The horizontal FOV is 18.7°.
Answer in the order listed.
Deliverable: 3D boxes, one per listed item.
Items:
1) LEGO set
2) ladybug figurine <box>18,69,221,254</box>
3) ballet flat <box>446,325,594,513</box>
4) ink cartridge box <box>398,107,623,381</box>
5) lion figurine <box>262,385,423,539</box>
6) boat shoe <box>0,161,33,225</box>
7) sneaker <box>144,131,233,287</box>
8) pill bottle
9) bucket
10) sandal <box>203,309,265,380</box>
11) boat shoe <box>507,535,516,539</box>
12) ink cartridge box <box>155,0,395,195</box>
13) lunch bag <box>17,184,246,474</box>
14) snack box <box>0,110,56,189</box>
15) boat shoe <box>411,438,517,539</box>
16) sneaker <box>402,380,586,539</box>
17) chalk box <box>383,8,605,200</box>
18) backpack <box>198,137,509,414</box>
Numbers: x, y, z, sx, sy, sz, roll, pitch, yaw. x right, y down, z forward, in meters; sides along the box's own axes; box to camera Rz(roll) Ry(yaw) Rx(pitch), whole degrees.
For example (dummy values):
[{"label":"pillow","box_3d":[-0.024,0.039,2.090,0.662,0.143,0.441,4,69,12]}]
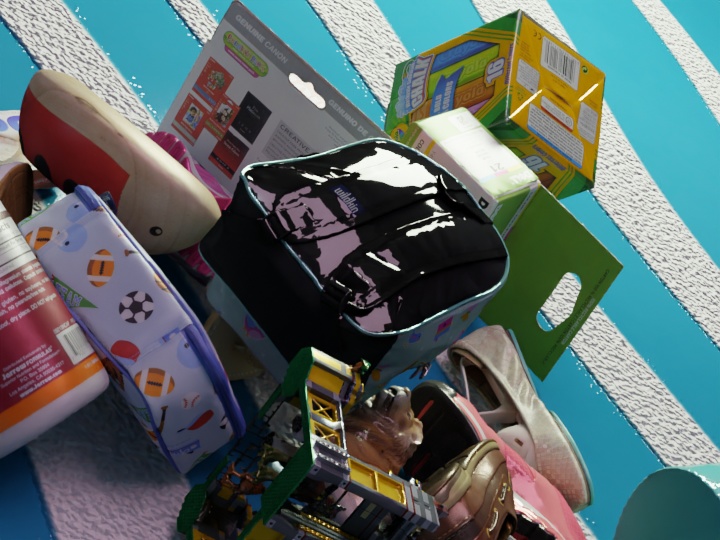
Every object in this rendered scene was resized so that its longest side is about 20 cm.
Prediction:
[{"label":"LEGO set","box_3d":[-0.028,0.162,1.440,0.116,0.200,0.154,28,18,-22]},{"label":"ladybug figurine","box_3d":[-0.189,-0.077,1.638,0.200,0.072,0.136,39,-3,30]},{"label":"ballet flat","box_3d":[0.123,0.125,1.757,0.062,0.068,0.200,-13,44,-14]},{"label":"ink cartridge box","box_3d":[0.099,-0.015,1.825,0.200,0.148,0.076,45,36,19]},{"label":"lion figurine","box_3d":[0.000,0.168,1.580,0.122,0.072,0.201,21,47,-33]},{"label":"boat shoe","box_3d":[-0.290,-0.036,1.585,0.069,0.071,0.200,5,17,9]},{"label":"sneaker","box_3d":[-0.130,-0.034,1.726,0.200,0.081,0.088,43,-5,39]},{"label":"pill bottle","box_3d":[-0.261,0.020,1.432,0.200,0.113,0.113,58,33,-3]},{"label":"bucket","box_3d":[0.285,0.233,1.611,0.134,0.208,0.207,2,42,-26]},{"label":"sandal","box_3d":[-0.033,0.048,1.676,0.069,0.078,0.211,20,17,32]},{"label":"boat shoe","box_3d":[0.121,0.232,1.544,0.075,0.093,0.200,-28,62,-25]},{"label":"ink cartridge box","box_3d":[-0.053,-0.101,1.783,0.200,0.176,0.084,43,33,15]},{"label":"lunch bag","box_3d":[-0.160,0.040,1.534,0.200,0.075,0.160,53,-8,26]},{"label":"snack box","box_3d":[-0.318,-0.089,1.673,0.200,0.024,0.072,-8,48,-46]},{"label":"boat shoe","box_3d":[0.073,0.169,1.529,0.068,0.072,0.200,53,13,3]},{"label":"sneaker","box_3d":[0.105,0.170,1.672,0.200,0.074,0.087,53,26,18]},{"label":"chalk box","box_3d":[0.101,-0.123,1.949,0.125,0.200,0.124,32,53,-34]},{"label":"backpack","box_3d":[0.000,0.000,1.587,0.200,0.153,0.176,-26,65,-40]}]
